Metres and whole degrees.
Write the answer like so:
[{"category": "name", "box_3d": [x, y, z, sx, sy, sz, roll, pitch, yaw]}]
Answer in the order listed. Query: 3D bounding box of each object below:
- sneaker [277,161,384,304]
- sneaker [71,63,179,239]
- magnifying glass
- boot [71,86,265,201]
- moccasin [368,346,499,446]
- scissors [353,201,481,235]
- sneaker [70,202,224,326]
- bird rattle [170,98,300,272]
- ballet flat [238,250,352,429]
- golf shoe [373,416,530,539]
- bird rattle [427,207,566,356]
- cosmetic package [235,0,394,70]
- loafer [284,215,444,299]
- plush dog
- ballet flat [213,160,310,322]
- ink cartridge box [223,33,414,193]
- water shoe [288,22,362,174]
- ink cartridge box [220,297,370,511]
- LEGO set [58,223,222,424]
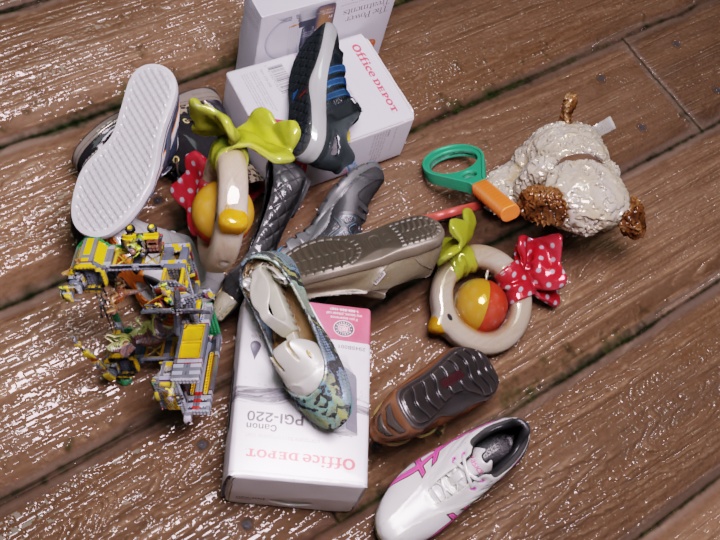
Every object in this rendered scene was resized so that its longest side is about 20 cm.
[{"category": "sneaker", "box_3d": [-0.025, -0.042, 1.132, 0.081, 0.073, 0.201, 36, 69, 4]}, {"category": "sneaker", "box_3d": [-0.246, -0.118, 1.041, 0.077, 0.080, 0.203, 22, 74, 2]}, {"category": "magnifying glass", "box_3d": [0.137, -0.109, 1.170, 0.078, 0.023, 0.200, -21, 31, -10]}, {"category": "boot", "box_3d": [-0.219, -0.121, 1.124, 0.198, 0.073, 0.151, -26, 71, -29]}, {"category": "moccasin", "box_3d": [0.082, 0.139, 1.037, 0.074, 0.078, 0.200, 55, 39, 5]}, {"category": "scissors", "box_3d": [0.066, -0.059, 1.127, 0.198, 0.072, 0.014, -13, 91, -47]}, {"category": "sneaker", "box_3d": [-0.238, -0.022, 1.071, 0.200, 0.076, 0.092, 43, 44, 10]}, {"category": "bird rattle", "box_3d": [-0.149, -0.077, 0.980, 0.111, 0.200, 0.166, 13, 56, -25]}, {"category": "ballet flat", "box_3d": [-0.072, 0.066, 0.952, 0.073, 0.075, 0.202, -17, 61, -22]}, {"category": "golf shoe", "box_3d": [0.095, 0.213, 1.001, 0.199, 0.092, 0.073, -33, 74, -26]}, {"category": "bird rattle", "box_3d": [0.149, 0.021, 1.139, 0.197, 0.112, 0.166, 22, 73, -22]}, {"category": "cosmetic package", "box_3d": [-0.057, -0.308, 1.221, 0.198, 0.151, 0.052, -22, 69, -23]}, {"category": "loafer", "box_3d": [0.000, 0.000, 1.047, 0.196, 0.068, 0.076, -14, 33, -3]}, {"category": "plush dog", "box_3d": [0.263, -0.106, 1.160, 0.196, 0.162, 0.173, 3, 36, -13]}, {"category": "ballet flat", "box_3d": [-0.119, -0.035, 1.073, 0.056, 0.066, 0.202, 30, 71, -13]}, {"category": "ink cartridge box", "box_3d": [-0.054, -0.193, 1.195, 0.197, 0.086, 0.149, -20, 68, -24]}, {"category": "water shoe", "box_3d": [-0.040, -0.198, 1.126, 0.078, 0.071, 0.203, 26, 54, -31]}, {"category": "ink cartridge box", "box_3d": [-0.065, 0.138, 1.007, 0.143, 0.085, 0.203, 7, 61, -10]}, {"category": "LEGO set", "box_3d": [-0.211, 0.067, 0.935, 0.151, 0.202, 0.117, 4, 46, -2]}]
